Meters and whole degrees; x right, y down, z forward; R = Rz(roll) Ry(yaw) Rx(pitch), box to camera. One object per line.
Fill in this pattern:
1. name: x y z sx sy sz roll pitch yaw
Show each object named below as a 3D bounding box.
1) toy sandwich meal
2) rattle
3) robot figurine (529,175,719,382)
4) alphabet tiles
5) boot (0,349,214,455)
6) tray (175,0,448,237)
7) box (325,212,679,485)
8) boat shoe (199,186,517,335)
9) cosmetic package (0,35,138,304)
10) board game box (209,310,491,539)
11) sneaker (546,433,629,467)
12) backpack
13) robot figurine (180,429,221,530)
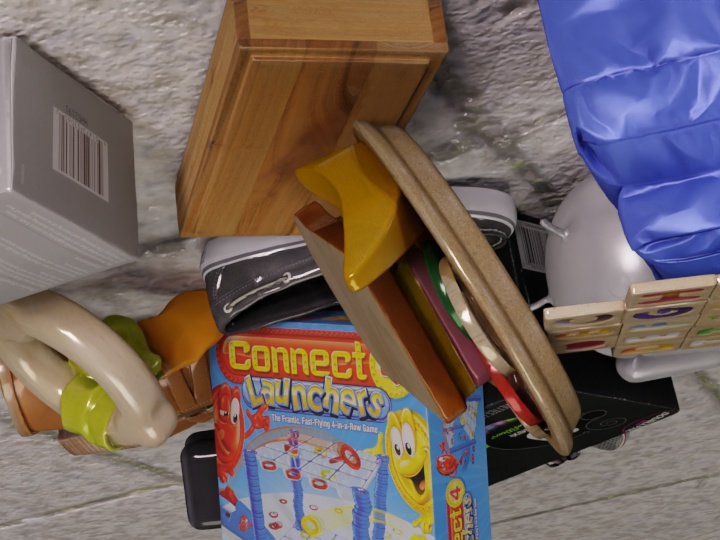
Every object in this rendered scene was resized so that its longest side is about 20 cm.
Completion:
1. toy sandwich meal: 0.029 0.015 0.692 0.070 0.206 0.205 -33 156 0
2. rattle: -0.167 0.004 0.872 0.200 0.143 0.130 52 165 -23
3. robot figurine: 0.197 -0.007 0.871 0.198 0.113 0.171 -3 118 -12
4. alphabet tiles: 0.179 0.017 0.630 0.198 0.006 0.166 -7 168 5
5. boot: -0.157 0.068 1.006 0.154 0.074 0.200 -16 160 5
6. tray: -0.032 -0.072 0.738 0.098 0.037 0.200 -2 156 -16
7. box: 0.086 0.063 0.993 0.148 0.125 0.200 12 149 -39
8. boat shoe: 0.000 0.000 0.883 0.198 0.067 0.070 -9 158 3
9. cosmetic package: -0.220 -0.029 0.716 0.199 0.091 0.107 -13 158 21
10. board game box: -0.010 0.127 0.936 0.199 0.198 0.056 0 -174 44
11. sneaker: 0.177 0.136 1.268 0.080 0.075 0.200 -21 155 30
12. backpack: 0.198 -0.080 0.629 0.199 0.169 0.162 -17 168 16
13. robot figurine: -0.044 0.163 1.186 0.198 0.151 0.125 -7 134 -2
